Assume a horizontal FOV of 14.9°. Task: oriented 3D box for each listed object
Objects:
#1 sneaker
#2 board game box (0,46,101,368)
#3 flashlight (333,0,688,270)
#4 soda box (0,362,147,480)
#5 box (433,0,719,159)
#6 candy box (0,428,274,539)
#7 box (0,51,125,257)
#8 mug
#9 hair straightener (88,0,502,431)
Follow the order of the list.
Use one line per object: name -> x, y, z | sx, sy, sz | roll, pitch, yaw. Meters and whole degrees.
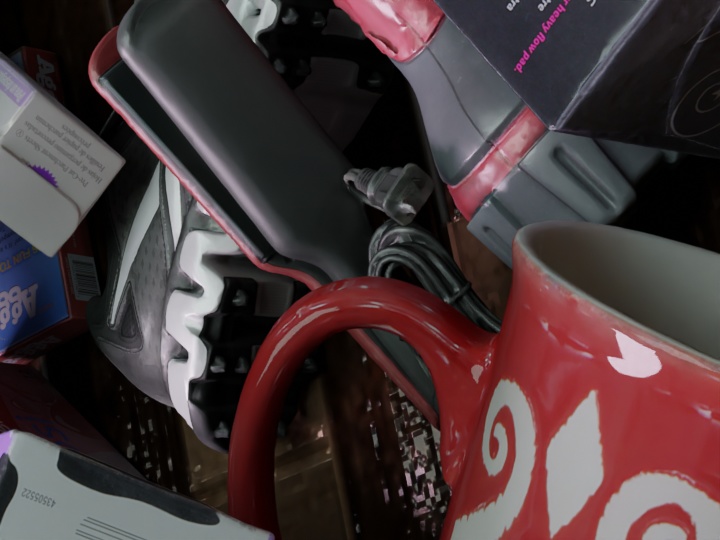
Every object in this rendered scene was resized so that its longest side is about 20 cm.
sneaker -> -0.043, -0.049, 0.863 | 0.090, 0.066, 0.200 | 21, 100, 39
board game box -> -0.173, 0.006, 1.002 | 0.200, 0.019, 0.103 | -26, 66, 36
flashlight -> 0.002, -0.083, 0.773 | 0.200, 0.068, 0.068 | 44, 157, 4
soda box -> -0.089, 0.104, 0.878 | 0.200, 0.070, 0.063 | 40, 109, 38
box -> 0.111, -0.136, 0.696 | 0.200, 0.132, 0.115 | -52, 58, 24
candy box -> -0.104, 0.149, 0.705 | 0.168, 0.071, 0.200 | 155, 136, -74
box -> -0.132, -0.058, 0.910 | 0.039, 0.041, 0.200 | -52, 30, 0
mug -> 0.056, 0.096, 0.715 | 0.177, 0.133, 0.200 | 27, 106, 34
hair straightener -> 0.000, 0.000, 0.775 | 0.200, 0.041, 0.077 | 54, 159, 0
